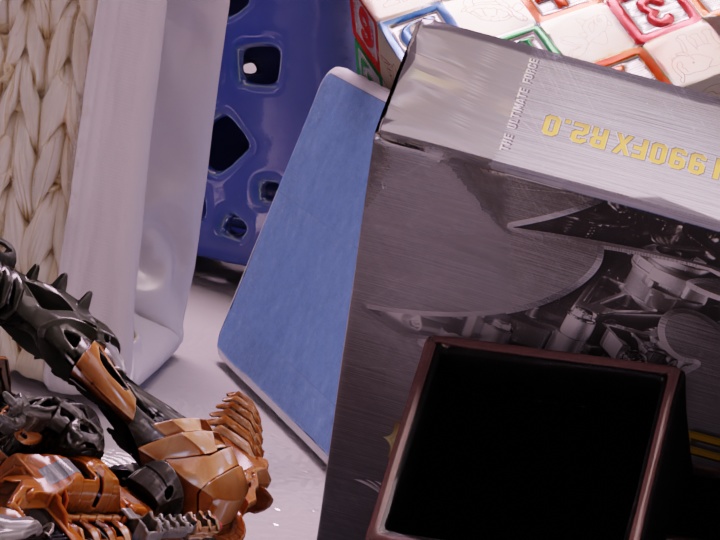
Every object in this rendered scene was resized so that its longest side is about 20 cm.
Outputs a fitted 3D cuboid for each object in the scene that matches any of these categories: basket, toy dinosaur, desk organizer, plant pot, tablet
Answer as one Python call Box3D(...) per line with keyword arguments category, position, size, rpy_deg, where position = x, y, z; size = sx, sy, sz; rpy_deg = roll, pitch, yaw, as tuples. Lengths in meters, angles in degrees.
Box3D(category="basket", position=(-0.125, -0.065, 0.906), size=(0.123, 0.201, 0.136), rpy_deg=(8, 9, 6))
Box3D(category="toy dinosaur", position=(-0.079, 0.062, 0.639), size=(0.135, 0.102, 0.200), rpy_deg=(32, -4, 15))
Box3D(category="desk organizer", position=(0.106, 0.076, 0.599), size=(0.199, 0.077, 0.072), rpy_deg=(7, 53, 17))
Box3D(category="plant pot", position=(-0.065, -0.107, 1.191), size=(0.179, 0.201, 0.200), rpy_deg=(0, 8, 10))
Box3D(category="tablet", position=(0.000, 0.000, 0.890), size=(0.014, 0.131, 0.200), rpy_deg=(19, 7, -24))

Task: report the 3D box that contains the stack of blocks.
Box3D(category="stack of blocks", position=(0.109, -0.090, 0.940), size=(0.199, 0.059, 0.115), rpy_deg=(-21, 49, -13))

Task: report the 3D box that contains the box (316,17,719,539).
Box3D(category="box", position=(0.074, 0.033, 0.664), size=(0.158, 0.200, 0.048), rpy_deg=(15, 51, 5))
